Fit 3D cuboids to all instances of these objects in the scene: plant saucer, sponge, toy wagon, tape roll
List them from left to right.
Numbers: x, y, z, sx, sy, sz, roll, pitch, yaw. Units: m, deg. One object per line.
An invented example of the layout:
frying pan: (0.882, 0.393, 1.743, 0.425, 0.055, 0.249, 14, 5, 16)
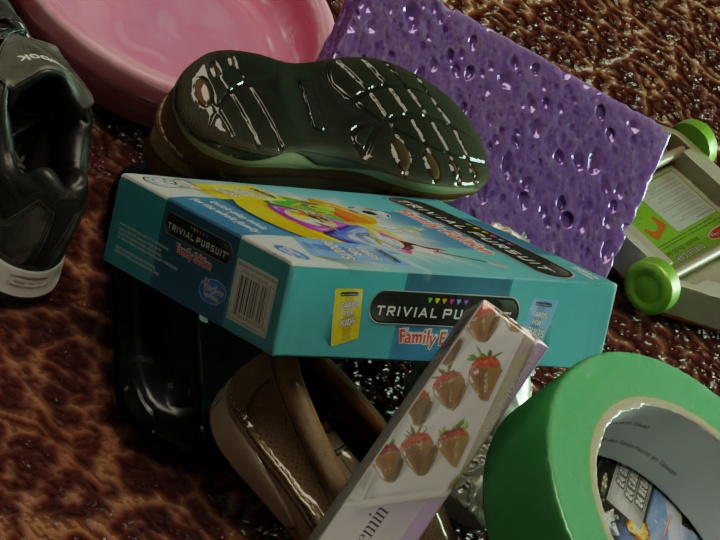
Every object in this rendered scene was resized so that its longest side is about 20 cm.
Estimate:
plant saucer: (-0.111, -0.144, 1.675, 0.200, 0.051, 0.201, 21, 37, -16)
sponge: (0.064, -0.072, 1.654, 0.199, 0.030, 0.112, 28, 79, -18)
tape roll: (0.145, 0.135, 1.418, 0.200, 0.048, 0.201, 30, 41, -29)
toy wagon: (0.196, -0.015, 1.756, 0.200, 0.040, 0.155, 44, 37, 17)

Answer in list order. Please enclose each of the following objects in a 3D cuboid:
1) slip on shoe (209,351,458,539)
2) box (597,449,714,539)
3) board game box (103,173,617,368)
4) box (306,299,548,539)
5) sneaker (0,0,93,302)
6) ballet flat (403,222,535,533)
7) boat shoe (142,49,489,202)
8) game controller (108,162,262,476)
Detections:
slip on shoe: (0.013, 0.118, 1.414, 0.200, 0.061, 0.076, 52, 37, 7)
box: (0.136, 0.170, 1.452, 0.137, 0.040, 0.200, 48, 34, -7)
board game box: (0.000, 0.000, 1.463, 0.199, 0.047, 0.151, 3, 15, -38)
box: (0.013, 0.104, 1.367, 0.039, 0.041, 0.200, 36, 74, -3)
sneaker: (-0.171, -0.089, 1.499, 0.066, 0.091, 0.201, 5, 53, -33)
ballet flat: (0.061, 0.045, 1.560, 0.071, 0.072, 0.200, 22, 37, -13)
boat shoe: (-0.026, -0.066, 1.569, 0.199, 0.074, 0.076, 10, 55, -36)
game controller: (-0.077, 0.024, 1.515, 0.104, 0.042, 0.201, 30, 33, -28)
